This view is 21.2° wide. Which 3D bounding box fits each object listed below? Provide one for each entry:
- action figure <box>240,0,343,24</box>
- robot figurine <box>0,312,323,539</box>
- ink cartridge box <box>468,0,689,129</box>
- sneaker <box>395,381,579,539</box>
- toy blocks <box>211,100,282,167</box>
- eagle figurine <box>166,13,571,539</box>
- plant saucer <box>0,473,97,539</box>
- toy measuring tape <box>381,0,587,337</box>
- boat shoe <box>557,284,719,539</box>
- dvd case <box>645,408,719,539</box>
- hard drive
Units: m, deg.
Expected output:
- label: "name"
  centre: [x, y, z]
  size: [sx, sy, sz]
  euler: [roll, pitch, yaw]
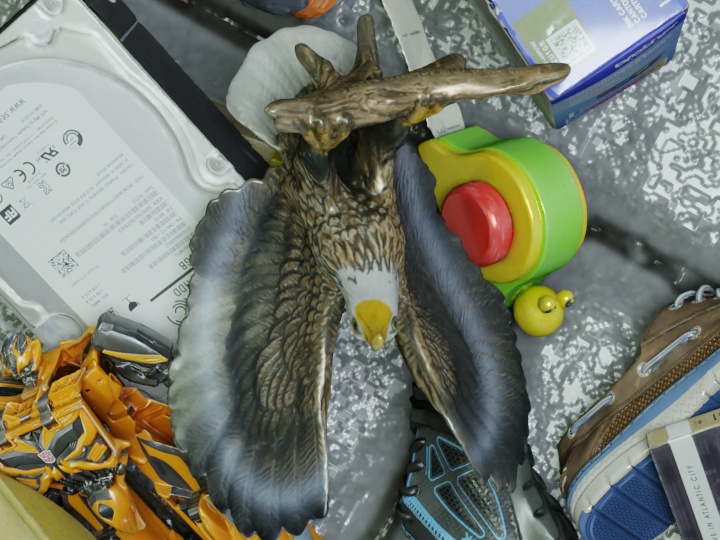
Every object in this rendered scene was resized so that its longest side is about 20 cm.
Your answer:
- label: "action figure"
  centre: [-0.084, -0.163, 0.903]
  size: [0.199, 0.193, 0.105]
  euler: [-12, 67, 43]
- label: "robot figurine"
  centre: [-0.102, 0.106, 0.905]
  size: [0.145, 0.058, 0.200]
  euler: [-25, 121, 28]
- label: "ink cartridge box"
  centre: [0.081, -0.144, 0.868]
  size: [0.076, 0.200, 0.137]
  euler: [-34, 86, 7]
- label: "sneaker"
  centre: [0.047, 0.092, 0.939]
  size: [0.082, 0.073, 0.201]
  euler: [-20, 87, 9]
- label: "toy blocks"
  centre: [-0.082, -0.011, 0.955]
  size: [0.199, 0.100, 0.137]
  euler: [20, 106, 1]
- label: "eagle figurine"
  centre: [-0.002, 0.004, 0.826]
  size: [0.151, 0.151, 0.201]
  euler: [16, 128, 20]
- label: "plant saucer"
  centre: [-0.121, 0.218, 0.869]
  size: [0.200, 0.048, 0.201]
  euler: [44, 128, 28]
- label: "toy measuring tape"
  centre: [0.063, -0.065, 0.935]
  size: [0.073, 0.074, 0.201]
  euler: [-19, 88, 8]
- label: "boat shoe"
  centre: [0.168, 0.044, 0.914]
  size: [0.200, 0.072, 0.073]
  euler: [-40, 41, 12]
- label: "dvd case"
  centre: [0.247, 0.102, 0.899]
  size: [0.199, 0.016, 0.149]
  euler: [-20, 122, 7]
- label: "hard drive"
  centre: [-0.113, -0.025, 0.892]
  size: [0.139, 0.038, 0.200]
  euler: [-36, 106, 23]
